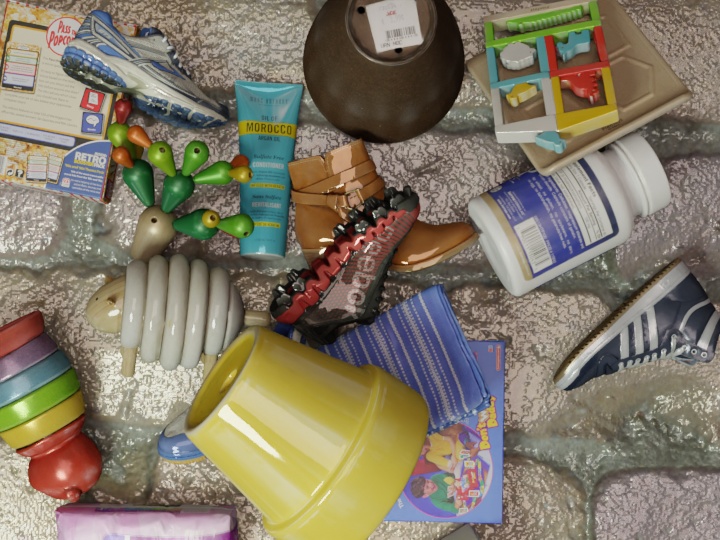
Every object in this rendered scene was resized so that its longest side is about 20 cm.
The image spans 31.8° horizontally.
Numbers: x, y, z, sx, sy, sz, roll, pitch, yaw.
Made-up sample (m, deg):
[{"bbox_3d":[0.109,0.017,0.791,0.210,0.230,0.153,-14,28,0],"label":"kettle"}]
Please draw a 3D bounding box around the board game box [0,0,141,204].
[{"bbox_3d":[-0.337,-0.187,1.414,0.150,0.046,0.201,11,87,-1],"label":"board game box"}]

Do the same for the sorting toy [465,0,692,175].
[{"bbox_3d":[0.237,-0.206,1.392,0.184,0.037,0.201,-28,55,-2],"label":"sorting toy"}]

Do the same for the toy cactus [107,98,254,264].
[{"bbox_3d":[-0.207,-0.082,1.385,0.199,0.102,0.165,32,120,-1],"label":"toy cactus"}]

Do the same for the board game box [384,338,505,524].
[{"bbox_3d":[0.091,0.176,1.406,0.133,0.045,0.202,2,87,-1],"label":"board game box"}]

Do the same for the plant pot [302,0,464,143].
[{"bbox_3d":[0.030,-0.243,1.348,0.185,0.200,0.188,0,87,-2],"label":"plant pot"}]

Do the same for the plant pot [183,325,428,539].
[{"bbox_3d":[-0.064,0.159,1.259,0.188,0.201,0.201,36,87,-16],"label":"plant pot"}]

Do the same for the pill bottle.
[{"bbox_3d":[0.230,-0.067,1.384,0.199,0.120,0.120,-26,88,-3],"label":"pill bottle"}]

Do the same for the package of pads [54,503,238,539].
[{"bbox_3d":[-0.234,0.318,1.379,0.198,0.076,0.121,1,90,-1],"label":"package of pads"}]

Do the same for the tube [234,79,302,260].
[{"bbox_3d":[-0.106,-0.113,1.420,0.077,0.050,0.202,3,82,-16],"label":"tube"}]

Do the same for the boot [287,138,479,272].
[{"bbox_3d":[0.022,-0.071,1.396,0.199,0.074,0.156,-14,94,2],"label":"boot"}]

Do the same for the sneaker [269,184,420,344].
[{"bbox_3d":[0.000,0.000,1.343,0.200,0.071,0.098,-45,106,4],"label":"sneaker"}]

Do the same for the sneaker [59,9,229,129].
[{"bbox_3d":[-0.221,-0.220,1.377,0.199,0.077,0.086,25,75,-33],"label":"sneaker"}]

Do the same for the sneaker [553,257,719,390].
[{"bbox_3d":[0.316,0.090,1.403,0.200,0.070,0.109,-41,87,-6],"label":"sneaker"}]

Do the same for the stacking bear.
[{"bbox_3d":[-0.350,0.156,1.373,0.113,0.121,0.201,-26,97,5],"label":"stacking bear"}]

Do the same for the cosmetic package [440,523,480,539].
[{"bbox_3d":[0.064,0.376,1.371,0.199,0.071,0.106,-32,106,-2],"label":"cosmetic package"}]

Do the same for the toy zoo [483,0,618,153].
[{"bbox_3d":[0.205,-0.208,1.368,0.130,0.020,0.201,-10,56,10],"label":"toy zoo"}]

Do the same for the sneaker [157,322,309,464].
[{"bbox_3d":[-0.139,0.125,1.352,0.199,0.075,0.089,-34,128,-25],"label":"sneaker"}]

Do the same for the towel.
[{"bbox_3d":[0.034,0.119,1.370,0.199,0.024,0.146,-30,74,22],"label":"towel"}]

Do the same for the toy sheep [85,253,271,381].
[{"bbox_3d":[-0.196,0.048,1.370,0.199,0.138,0.139,4,87,-15],"label":"toy sheep"}]
